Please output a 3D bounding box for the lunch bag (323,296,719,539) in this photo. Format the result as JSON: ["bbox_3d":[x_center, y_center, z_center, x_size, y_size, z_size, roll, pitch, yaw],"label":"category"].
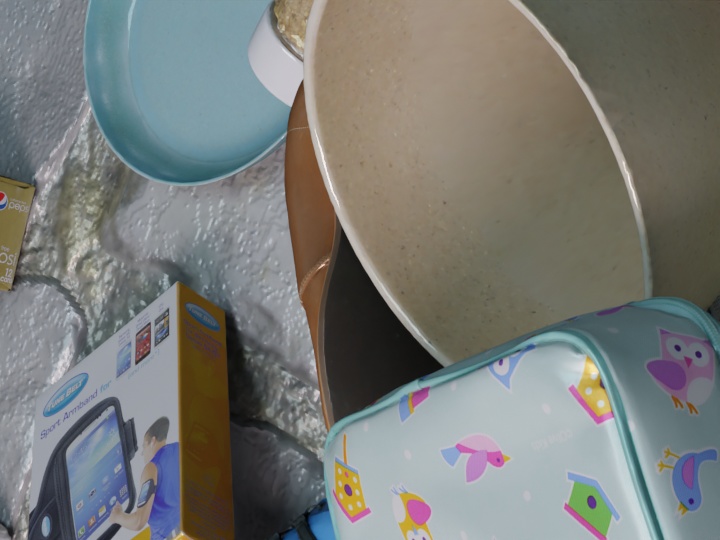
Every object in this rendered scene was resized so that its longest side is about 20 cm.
[{"bbox_3d":[0.072,0.105,0.742,0.200,0.077,0.161,-29,79,56],"label":"lunch bag"}]

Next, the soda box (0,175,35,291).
[{"bbox_3d":[-0.291,-0.038,1.252,0.200,0.064,0.068,10,86,40],"label":"soda box"}]

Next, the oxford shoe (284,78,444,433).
[{"bbox_3d":[0.000,0.000,0.913,0.071,0.071,0.201,-29,59,55],"label":"oxford shoe"}]

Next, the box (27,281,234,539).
[{"bbox_3d":[-0.120,0.096,1.052,0.119,0.041,0.200,-38,37,25],"label":"box"}]

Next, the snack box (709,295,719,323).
[{"bbox_3d":[0.240,0.013,0.785,0.200,0.037,0.116,-31,48,20],"label":"snack box"}]

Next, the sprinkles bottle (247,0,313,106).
[{"bbox_3d":[0.016,-0.164,0.966,0.068,0.068,0.200,59,133,32],"label":"sprinkles bottle"}]

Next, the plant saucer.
[{"bbox_3d":[-0.074,-0.142,1.123,0.200,0.027,0.201,-11,72,37],"label":"plant saucer"}]

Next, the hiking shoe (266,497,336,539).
[{"bbox_3d":[-0.022,0.153,0.991,0.199,0.074,0.087,-7,61,32],"label":"hiking shoe"}]

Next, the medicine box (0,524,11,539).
[{"bbox_3d":[-0.325,0.198,1.197,0.182,0.103,0.201,30,98,40],"label":"medicine box"}]

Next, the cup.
[{"bbox_3d":[0.094,-0.060,0.820,0.200,0.143,0.201,39,144,36],"label":"cup"}]

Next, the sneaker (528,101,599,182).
[{"bbox_3d":[0.030,-0.027,0.979,0.130,0.079,0.199,48,115,42],"label":"sneaker"}]
